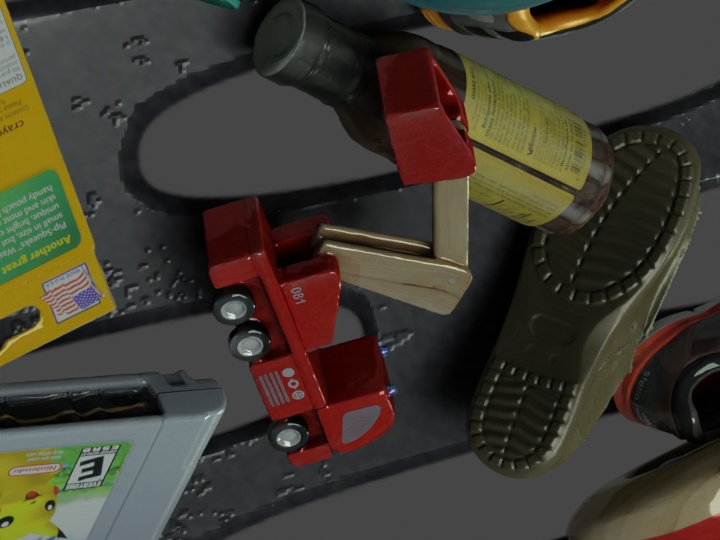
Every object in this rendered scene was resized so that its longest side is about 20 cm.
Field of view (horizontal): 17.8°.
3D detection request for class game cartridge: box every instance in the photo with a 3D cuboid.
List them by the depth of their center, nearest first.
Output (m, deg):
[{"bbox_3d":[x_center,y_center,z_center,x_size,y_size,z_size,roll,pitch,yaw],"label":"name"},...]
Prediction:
[{"bbox_3d":[-0.169,0.107,1.071,0.199,0.041,0.134,-3,139,-36],"label":"game cartridge"}]

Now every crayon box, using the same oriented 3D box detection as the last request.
[{"bbox_3d":[-0.199,-0.046,1.004,0.125,0.052,0.201,-27,122,-16],"label":"crayon box"}]

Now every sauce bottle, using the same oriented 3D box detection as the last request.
[{"bbox_3d":[0.036,-0.078,1.117,0.200,0.065,0.065,25,99,-36],"label":"sauce bottle"}]

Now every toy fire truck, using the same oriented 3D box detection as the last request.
[{"bbox_3d":[0.000,0.000,1.099,0.140,0.049,0.200,-16,130,6],"label":"toy fire truck"}]

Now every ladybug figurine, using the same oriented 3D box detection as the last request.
[{"bbox_3d":[0.207,0.125,1.263,0.199,0.136,0.072,-25,88,-4],"label":"ladybug figurine"}]

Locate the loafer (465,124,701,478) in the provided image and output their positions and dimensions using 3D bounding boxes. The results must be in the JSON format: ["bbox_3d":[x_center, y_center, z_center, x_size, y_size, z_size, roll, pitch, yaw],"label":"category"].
[{"bbox_3d":[0.118,0.017,1.208,0.200,0.076,0.067,-60,161,-2],"label":"loafer"}]

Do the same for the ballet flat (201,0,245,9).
[{"bbox_3d":[-0.120,-0.172,0.985,0.200,0.069,0.063,20,88,-36],"label":"ballet flat"}]

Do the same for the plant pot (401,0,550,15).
[{"bbox_3d":[0.076,-0.212,0.960,0.199,0.188,0.201,-1,93,-16],"label":"plant pot"}]

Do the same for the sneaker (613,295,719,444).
[{"bbox_3d":[0.239,0.037,1.276,0.200,0.082,0.077,-35,125,-11],"label":"sneaker"}]

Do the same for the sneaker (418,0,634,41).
[{"bbox_3d":[0.126,-0.162,1.122,0.200,0.077,0.078,-30,122,-16],"label":"sneaker"}]
